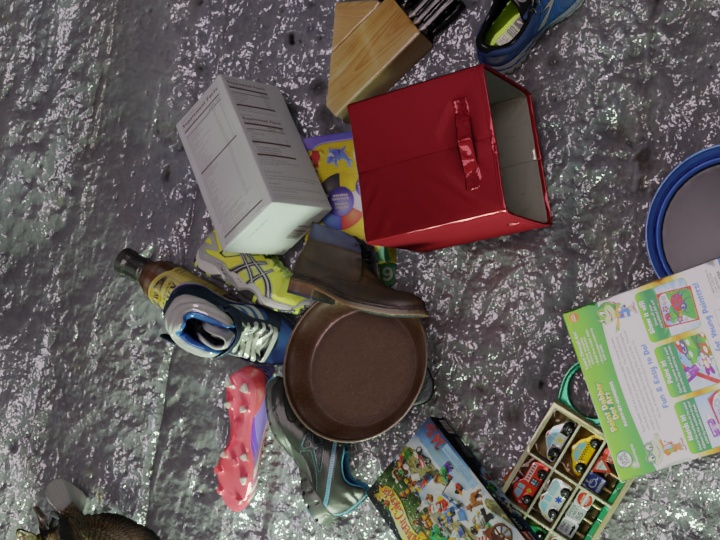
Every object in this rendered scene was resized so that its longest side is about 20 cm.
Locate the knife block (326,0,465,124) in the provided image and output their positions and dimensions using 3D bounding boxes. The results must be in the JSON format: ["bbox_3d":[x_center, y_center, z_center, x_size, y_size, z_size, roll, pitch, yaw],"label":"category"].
[{"bbox_3d":[0.052,-0.293,1.282,0.173,0.064,0.203,5,88,22],"label":"knife block"}]

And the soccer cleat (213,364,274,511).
[{"bbox_3d":[-0.148,0.224,1.327,0.066,0.076,0.203,14,106,35],"label":"soccer cleat"}]

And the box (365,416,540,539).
[{"bbox_3d":[0.108,0.298,1.197,0.137,0.037,0.200,-52,55,17],"label":"box"}]

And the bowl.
[{"bbox_3d":[0.429,-0.043,1.134,0.198,0.039,0.204,-1,86,21],"label":"bowl"}]

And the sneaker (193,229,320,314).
[{"bbox_3d":[-0.134,-0.002,1.328,0.198,0.075,0.077,27,96,19],"label":"sneaker"}]

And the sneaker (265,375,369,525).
[{"bbox_3d":[-0.058,0.223,1.290,0.081,0.073,0.202,-27,88,13],"label":"sneaker"}]

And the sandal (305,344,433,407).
[{"bbox_3d":[0.006,0.133,1.286,0.197,0.043,0.077,6,79,26],"label":"sandal"}]

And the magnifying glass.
[{"bbox_3d":[0.246,0.188,1.197,0.079,0.022,0.201,42,103,14],"label":"magnifying glass"}]

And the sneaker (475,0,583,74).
[{"bbox_3d":[0.214,-0.331,1.210,0.078,0.089,0.201,41,100,17],"label":"sneaker"}]

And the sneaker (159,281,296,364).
[{"bbox_3d":[-0.156,0.087,1.251,0.198,0.147,0.081,26,101,-16],"label":"sneaker"}]

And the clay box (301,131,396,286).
[{"bbox_3d":[-0.016,-0.078,1.302,0.113,0.048,0.203,-5,84,21],"label":"clay box"}]

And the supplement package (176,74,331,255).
[{"bbox_3d":[-0.141,-0.136,1.291,0.113,0.109,0.202,-38,64,34],"label":"supplement package"}]

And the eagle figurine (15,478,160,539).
[{"bbox_3d":[-0.377,0.384,1.361,0.198,0.152,0.152,-6,121,36],"label":"eagle figurine"}]

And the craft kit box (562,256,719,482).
[{"bbox_3d":[0.352,0.111,1.109,0.195,0.048,0.203,-20,80,15],"label":"craft kit box"}]

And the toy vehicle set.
[{"bbox_3d":[0.234,0.273,1.179,0.123,0.026,0.202,30,100,12],"label":"toy vehicle set"}]

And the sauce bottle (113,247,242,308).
[{"bbox_3d":[-0.257,0.028,1.378,0.198,0.065,0.065,25,95,22],"label":"sauce bottle"}]

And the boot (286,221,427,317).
[{"bbox_3d":[0.000,0.000,1.220,0.198,0.074,0.098,11,87,29],"label":"boot"}]

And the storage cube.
[{"bbox_3d":[0.109,-0.124,1.183,0.178,0.199,0.174,-12,83,26],"label":"storage cube"}]

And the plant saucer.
[{"bbox_3d":[-0.003,0.118,1.248,0.198,0.037,0.203,-9,69,23],"label":"plant saucer"}]
